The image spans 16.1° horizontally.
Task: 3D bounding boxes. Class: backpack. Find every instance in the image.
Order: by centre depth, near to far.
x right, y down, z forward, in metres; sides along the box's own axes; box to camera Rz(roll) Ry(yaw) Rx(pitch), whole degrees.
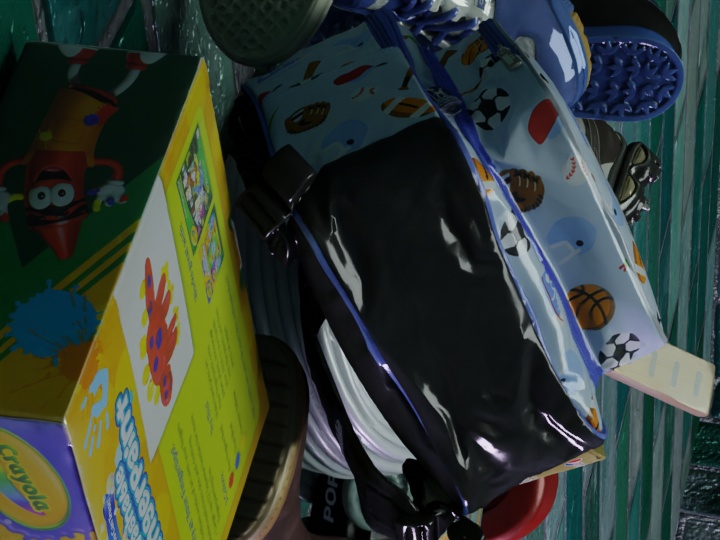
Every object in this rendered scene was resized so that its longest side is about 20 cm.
[{"bbox_3d":[0.027,-0.019,1.051,0.200,0.154,0.191,68,-8,-31],"label":"backpack"}]

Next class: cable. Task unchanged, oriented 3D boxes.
[{"bbox_3d":[0.000,0.000,1.233,0.200,0.069,0.201,13,77,-58],"label":"cable"}]

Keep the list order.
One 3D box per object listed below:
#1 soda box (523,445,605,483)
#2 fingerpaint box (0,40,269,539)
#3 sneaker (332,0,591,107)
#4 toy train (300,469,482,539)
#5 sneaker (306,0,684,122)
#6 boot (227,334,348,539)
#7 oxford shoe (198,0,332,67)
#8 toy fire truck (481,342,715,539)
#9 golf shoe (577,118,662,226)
[{"bbox_3d":[0.083,0.021,1.493,0.064,0.067,0.201,32,43,-68],"label":"soda box"},{"bbox_3d":[-0.098,0.047,0.923,0.200,0.073,0.167,82,19,-49],"label":"fingerpaint box"},{"bbox_3d":[0.023,-0.137,1.208,0.075,0.200,0.088,-30,-161,50],"label":"sneaker"},{"bbox_3d":[0.021,0.109,1.374,0.114,0.085,0.201,2,98,-35],"label":"toy train"},{"bbox_3d":[0.067,-0.123,1.318,0.078,0.199,0.070,-92,-167,-60],"label":"sneaker"},{"bbox_3d":[-0.047,0.123,1.155,0.166,0.072,0.201,4,107,-66],"label":"boot"},{"bbox_3d":[-0.028,-0.183,1.109,0.058,0.075,0.201,44,50,-71],"label":"oxford shoe"},{"bbox_3d":[0.111,0.089,1.584,0.129,0.199,0.177,14,83,-77],"label":"toy fire truck"},{"bbox_3d":[0.104,-0.025,1.424,0.078,0.094,0.200,-40,-164,32],"label":"golf shoe"}]
